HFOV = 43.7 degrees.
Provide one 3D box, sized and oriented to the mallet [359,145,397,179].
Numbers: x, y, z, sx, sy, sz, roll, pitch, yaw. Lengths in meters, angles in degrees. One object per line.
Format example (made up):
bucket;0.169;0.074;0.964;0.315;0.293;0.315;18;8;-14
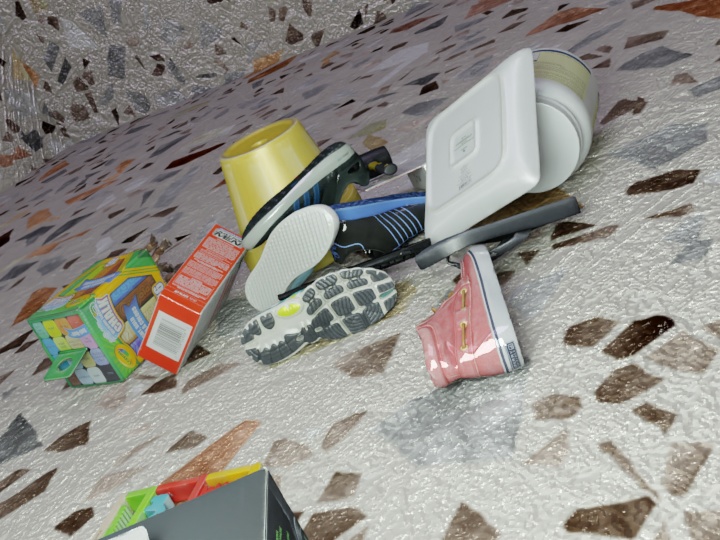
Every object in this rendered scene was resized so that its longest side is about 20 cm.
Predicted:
mallet;0.036;-0.153;1.293;0.066;0.041;0.200;-26;12;-11

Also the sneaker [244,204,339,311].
sneaker;-0.083;-0.029;1.181;0.200;0.074;0.082;-44;2;39

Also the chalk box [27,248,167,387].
chalk box;-0.369;0.080;1.262;0.124;0.124;0.200;-10;26;35

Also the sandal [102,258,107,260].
sandal;-0.422;0.035;1.505;0.043;0.076;0.200;-49;17;14

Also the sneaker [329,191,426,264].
sneaker;0.046;-0.060;1.209;0.199;0.078;0.070;-10;13;-20

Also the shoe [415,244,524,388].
shoe;0.099;0.042;0.897;0.090;0.072;0.200;-17;27;7

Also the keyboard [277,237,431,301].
keyboard;0.000;0.000;1.120;0.199;0.021;0.127;-19;2;29

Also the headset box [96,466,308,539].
headset box;-0.093;0.233;0.506;0.173;0.201;0.093;-25;22;5

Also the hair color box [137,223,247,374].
hair color box;-0.222;0.034;1.215;0.111;0.064;0.200;-63;1;31

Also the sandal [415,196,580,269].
sandal;0.160;-0.035;1.017;0.199;0.043;0.076;-18;0;-7

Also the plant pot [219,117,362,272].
plant pot;-0.111;-0.111;1.322;0.200;0.190;0.201;-23;22;10

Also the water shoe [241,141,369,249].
water shoe;-0.071;-0.084;1.208;0.200;0.079;0.072;-43;17;-1

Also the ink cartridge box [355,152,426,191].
ink cartridge box;0.085;-0.138;1.301;0.175;0.045;0.200;-28;8;-1

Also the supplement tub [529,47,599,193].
supplement tub;0.239;-0.201;1.195;0.144;0.146;0.200;-15;24;26

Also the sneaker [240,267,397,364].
sneaker;-0.051;0.043;1.069;0.199;0.078;0.080;-21;13;13

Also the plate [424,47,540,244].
plate;0.136;-0.150;1.098;0.199;0.032;0.201;-33;46;47

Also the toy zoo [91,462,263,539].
toy zoo;-0.164;0.237;0.818;0.199;0.021;0.131;-17;23;21

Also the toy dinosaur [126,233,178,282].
toy dinosaur;-0.373;0.008;1.475;0.135;0.086;0.200;-32;22;-18
